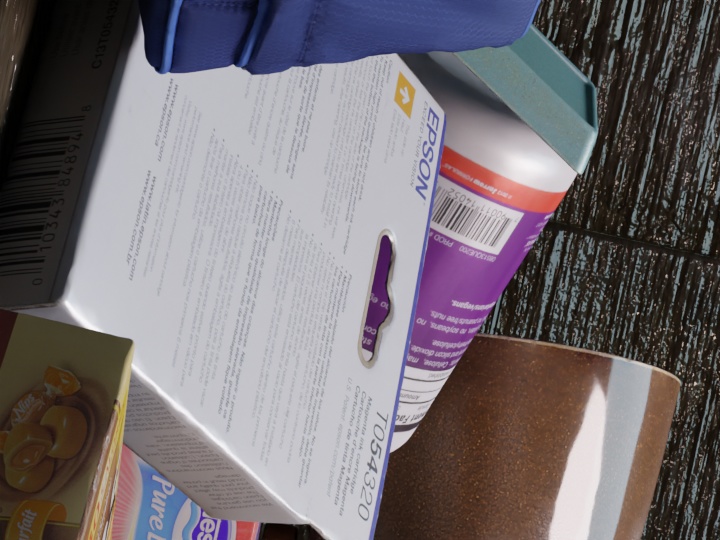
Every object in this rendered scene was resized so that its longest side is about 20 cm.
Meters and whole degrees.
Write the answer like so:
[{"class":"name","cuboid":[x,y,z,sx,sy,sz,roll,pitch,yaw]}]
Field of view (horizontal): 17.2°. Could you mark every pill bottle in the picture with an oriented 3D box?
[{"class":"pill bottle","cuboid":[0.000,0.000,1.023,0.200,0.112,0.112,-58,-173,17]}]

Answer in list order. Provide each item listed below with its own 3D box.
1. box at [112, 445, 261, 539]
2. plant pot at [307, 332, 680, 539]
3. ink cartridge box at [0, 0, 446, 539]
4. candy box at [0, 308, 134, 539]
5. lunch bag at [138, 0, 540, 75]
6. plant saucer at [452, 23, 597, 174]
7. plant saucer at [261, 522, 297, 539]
[{"class":"box","cuboid":[-0.095,0.111,1.156,0.095,0.102,0.200,-86,-171,-81]},{"class":"plant pot","cuboid":[0.051,0.142,1.151,0.187,0.186,0.200,109,-11,-81]},{"class":"ink cartridge box","cuboid":[-0.042,-0.024,0.811,0.200,0.043,0.197,50,43,-49]},{"class":"candy box","cuboid":[-0.110,0.112,0.705,0.200,0.055,0.116,106,-3,-56]},{"class":"lunch bag","cuboid":[-0.016,-0.136,0.658,0.200,0.132,0.136,112,-31,-75]},{"class":"plant saucer","cuboid":[0.022,-0.120,0.933,0.019,0.200,0.070,-43,-166,20]},{"class":"plant saucer","cuboid":[-0.053,0.224,1.172,0.200,0.032,0.201,-168,-90,-90]}]
